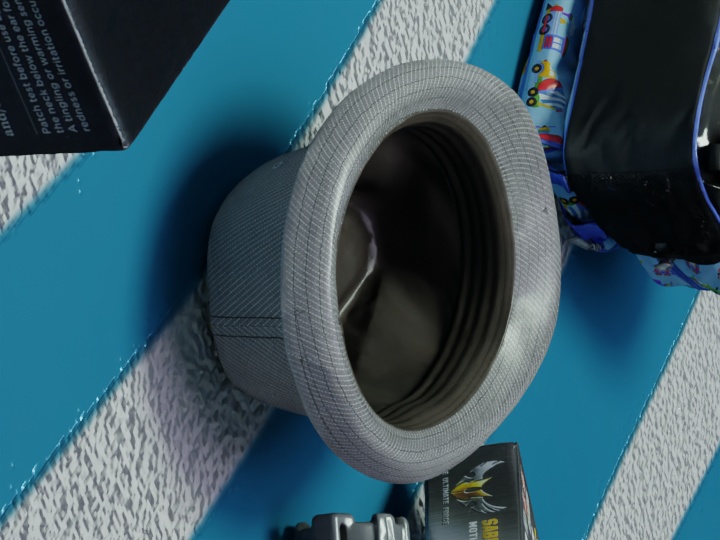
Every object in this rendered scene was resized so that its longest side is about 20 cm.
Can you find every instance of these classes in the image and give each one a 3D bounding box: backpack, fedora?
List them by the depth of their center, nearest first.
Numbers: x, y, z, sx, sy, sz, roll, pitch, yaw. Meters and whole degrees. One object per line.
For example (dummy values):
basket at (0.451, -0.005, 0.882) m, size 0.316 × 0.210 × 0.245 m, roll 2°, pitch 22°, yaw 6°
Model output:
fedora at (0.000, 0.000, 1.242) m, size 0.200 × 0.090 × 0.178 m, roll -39°, pitch 122°, yaw -50°
backpack at (0.185, -0.075, 1.562) m, size 0.200 × 0.134 × 0.184 m, roll 50°, pitch 46°, yaw -50°

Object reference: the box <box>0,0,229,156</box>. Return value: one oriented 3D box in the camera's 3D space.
box at (-0.133, -0.135, 0.870) m, size 0.200 × 0.195 × 0.124 m, roll -60°, pitch 141°, yaw -46°

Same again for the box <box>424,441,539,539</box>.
box at (0.067, 0.204, 1.330) m, size 0.201 × 0.048 × 0.159 m, roll -87°, pitch 165°, yaw -55°

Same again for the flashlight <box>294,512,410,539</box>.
flashlight at (0.006, 0.211, 1.265) m, size 0.068 × 0.068 × 0.201 m, roll 2°, pitch 77°, yaw -24°
